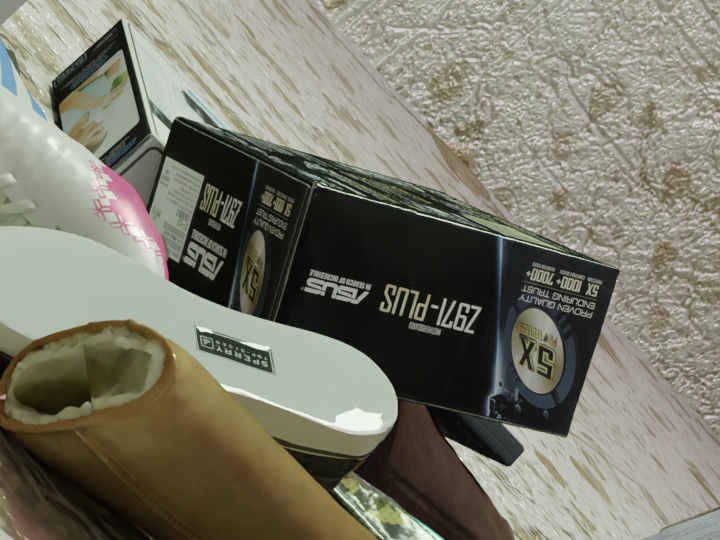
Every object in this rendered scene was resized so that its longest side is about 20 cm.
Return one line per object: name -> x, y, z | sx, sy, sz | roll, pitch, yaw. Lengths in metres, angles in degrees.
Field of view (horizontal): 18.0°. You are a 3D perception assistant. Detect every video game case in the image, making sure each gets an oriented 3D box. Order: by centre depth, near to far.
video game case -> 0.003, 0.044, 1.332 | 0.143, 0.019, 0.200 | 46, -12, -23

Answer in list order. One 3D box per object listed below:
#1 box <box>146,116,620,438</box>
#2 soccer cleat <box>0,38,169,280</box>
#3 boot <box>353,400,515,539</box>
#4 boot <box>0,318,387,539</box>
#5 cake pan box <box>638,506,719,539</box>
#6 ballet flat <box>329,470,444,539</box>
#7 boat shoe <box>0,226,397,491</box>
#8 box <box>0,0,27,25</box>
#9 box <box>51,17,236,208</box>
box -> 0.000, 0.000, 1.097 | 0.163, 0.086, 0.200 | 14, 6, -26
soccer cleat -> -0.162, -0.047, 0.975 | 0.200, 0.070, 0.086 | 50, 22, 24
boot -> 0.034, 0.113, 1.219 | 0.166, 0.072, 0.200 | 45, 5, -12
boot -> -0.018, 0.095, 0.847 | 0.200, 0.175, 0.066 | 47, 48, -31
cake pan box -> 0.186, 0.188, 1.020 | 0.184, 0.199, 0.052 | -113, -176, -49
ballet flat -> -0.023, 0.114, 0.996 | 0.200, 0.069, 0.071 | 46, 29, 13
boat shoe -> -0.084, 0.045, 0.923 | 0.200, 0.064, 0.071 | 22, 37, -21
box -> -0.207, -0.231, 1.045 | 0.199, 0.200, 0.131 | 41, 11, -47
box -> -0.107, -0.053, 1.264 | 0.117, 0.060, 0.200 | 46, 9, -23
